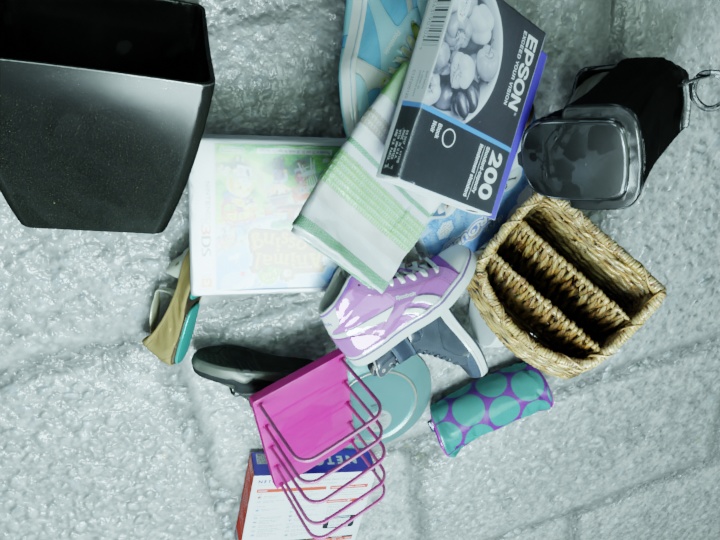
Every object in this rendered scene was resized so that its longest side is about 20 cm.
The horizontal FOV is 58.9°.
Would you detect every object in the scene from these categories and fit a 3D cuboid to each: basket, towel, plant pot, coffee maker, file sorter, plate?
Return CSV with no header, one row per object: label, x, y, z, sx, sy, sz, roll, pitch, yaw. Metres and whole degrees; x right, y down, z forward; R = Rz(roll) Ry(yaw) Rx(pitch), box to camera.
basket,0.237,0.027,0.792,0.200,0.149,0.143,44,71,9
towel,0.033,-0.088,0.663,0.149,0.031,0.202,35,91,-42
plant pot,-0.250,-0.149,0.612,0.196,0.201,0.180,1,129,-18
coffee maker,0.303,-0.169,0.732,0.191,0.200,0.136,-22,105,45
file sorter,-0.045,0.239,0.852,0.137,0.125,0.203,-26,135,-22
plate,0.021,0.204,0.982,0.196,0.026,0.204,-8,119,-15

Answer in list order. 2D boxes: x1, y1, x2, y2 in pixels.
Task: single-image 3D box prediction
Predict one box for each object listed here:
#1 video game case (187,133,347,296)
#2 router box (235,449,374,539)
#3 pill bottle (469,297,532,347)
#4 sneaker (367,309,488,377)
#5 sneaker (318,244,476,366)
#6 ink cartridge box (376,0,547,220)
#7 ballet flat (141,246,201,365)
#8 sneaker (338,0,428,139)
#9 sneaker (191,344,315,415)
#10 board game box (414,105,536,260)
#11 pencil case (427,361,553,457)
video game case,-0.093,-0.059,0.722,0.196,0.022,0.185,-2,116,-15
router box,-0.089,0.371,1.018,0.196,0.049,0.182,4,118,-20
pill bottle,0.267,0.061,0.931,0.196,0.117,0.118,0,118,-18
sneaker,0.085,0.115,0.914,0.146,0.077,0.203,-42,113,-6
sneaker,0.041,0.013,0.750,0.199,0.073,0.115,-38,115,-6
ink cartridge box,0.124,-0.164,0.657,0.198,0.043,0.202,12,97,-42
ballet flat,-0.220,0.025,0.784,0.062,0.069,0.203,27,106,3
sneaker,0.048,-0.223,0.662,0.128,0.079,0.204,3,89,14
sneaker,-0.145,0.170,0.877,0.197,0.076,0.116,16,105,-31
board game box,0.136,-0.114,0.786,0.199,0.043,0.200,-40,139,-8
pencil case,0.206,0.219,1.015,0.197,0.085,0.094,-24,107,-4
